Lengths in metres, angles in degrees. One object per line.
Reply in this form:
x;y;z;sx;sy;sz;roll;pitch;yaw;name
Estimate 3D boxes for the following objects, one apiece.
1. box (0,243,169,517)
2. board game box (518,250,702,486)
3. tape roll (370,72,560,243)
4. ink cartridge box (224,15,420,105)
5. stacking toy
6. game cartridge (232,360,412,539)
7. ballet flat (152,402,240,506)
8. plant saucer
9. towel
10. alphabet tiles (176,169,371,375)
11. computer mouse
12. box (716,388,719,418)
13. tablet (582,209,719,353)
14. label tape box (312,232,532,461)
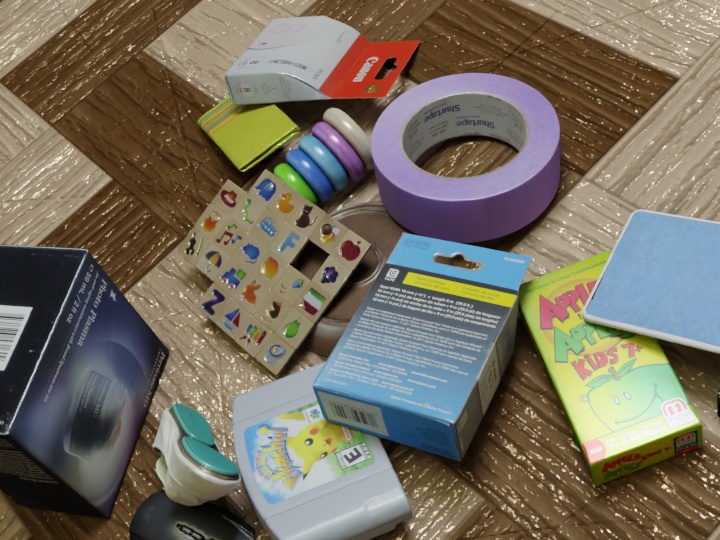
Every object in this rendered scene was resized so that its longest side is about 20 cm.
-0.307;0.111;1.021;0.123;0.199;0.201;3;57;19;box
0.222;0.085;0.942;0.101;0.048;0.201;-22;52;5;board game box
0.114;-0.124;1.100;0.199;0.066;0.201;-6;49;7;tape roll
-0.045;-0.263;1.259;0.199;0.057;0.163;-2;35;24;ink cartridge box
-0.076;-0.090;1.162;0.200;0.085;0.085;-42;53;-6;stacking toy
-0.047;0.174;0.959;0.133;0.041;0.200;-23;43;-6;game cartridge
-0.161;0.185;0.966;0.069;0.070;0.200;-39;19;-9;ballet flat
0.000;0.000;1.096;0.199;0.032;0.201;-11;53;14;plant saucer
-0.138;-0.173;1.239;0.086;0.018;0.200;-38;33;-4;towel
-0.107;-0.010;1.102;0.200;0.008;0.167;36;90;29;alphabet tiles
-0.128;0.234;0.965;0.199;0.046;0.141;23;67;32;computer mouse
0.439;0.084;0.864;0.200;0.050;0.199;28;70;33;box
0.308;0.012;0.904;0.199;0.014;0.130;14;64;38;tablet
0.066;0.066;0.965;0.144;0.063;0.200;12;52;27;label tape box
